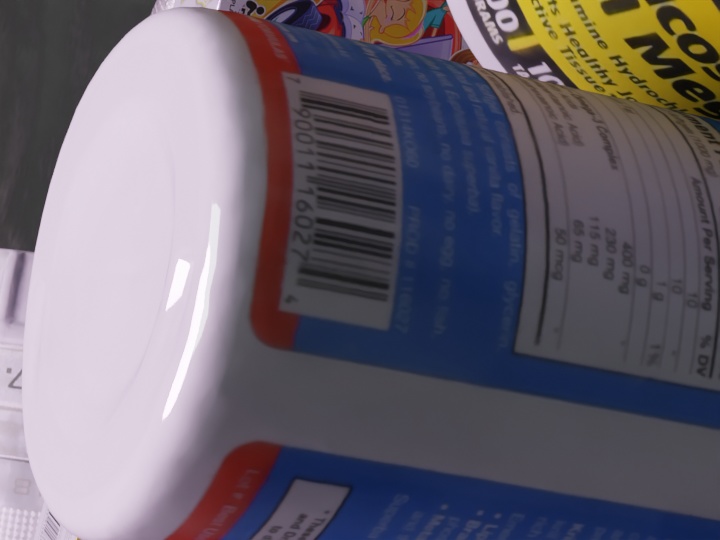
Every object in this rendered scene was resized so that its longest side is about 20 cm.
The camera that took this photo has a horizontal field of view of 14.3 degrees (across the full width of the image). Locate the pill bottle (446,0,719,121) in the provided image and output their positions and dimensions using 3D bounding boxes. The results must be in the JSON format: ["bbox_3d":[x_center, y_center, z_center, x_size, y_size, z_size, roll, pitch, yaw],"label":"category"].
[{"bbox_3d":[0.105,-0.088,0.617,0.200,0.112,0.113,-7,74,65],"label":"pill bottle"}]

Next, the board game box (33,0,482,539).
[{"bbox_3d":[0.000,0.000,0.783,0.034,0.134,0.201,37,114,63],"label":"board game box"}]

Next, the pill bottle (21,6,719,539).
[{"bbox_3d":[0.038,0.016,0.614,0.112,0.199,0.113,-38,46,55],"label":"pill bottle"}]

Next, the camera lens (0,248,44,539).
[{"bbox_3d":[-0.094,0.102,0.915,0.160,0.159,0.201,-4,76,65],"label":"camera lens"}]

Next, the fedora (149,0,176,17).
[{"bbox_3d":[-0.014,-0.071,0.868,0.200,0.090,0.177,130,165,-76],"label":"fedora"}]
